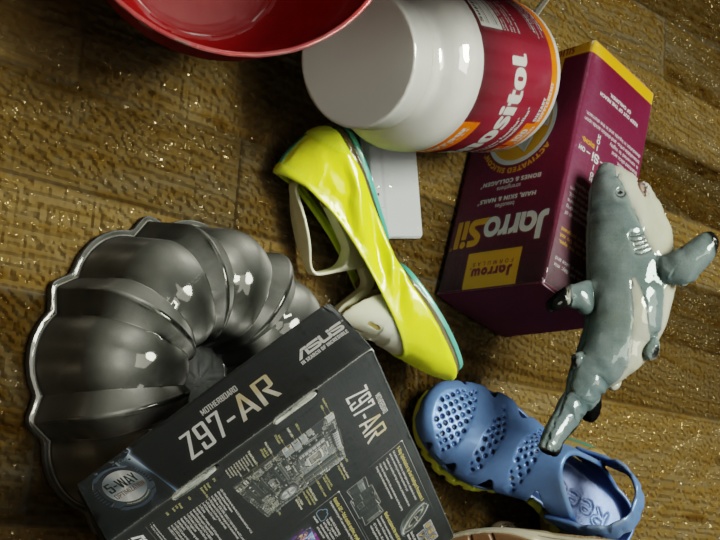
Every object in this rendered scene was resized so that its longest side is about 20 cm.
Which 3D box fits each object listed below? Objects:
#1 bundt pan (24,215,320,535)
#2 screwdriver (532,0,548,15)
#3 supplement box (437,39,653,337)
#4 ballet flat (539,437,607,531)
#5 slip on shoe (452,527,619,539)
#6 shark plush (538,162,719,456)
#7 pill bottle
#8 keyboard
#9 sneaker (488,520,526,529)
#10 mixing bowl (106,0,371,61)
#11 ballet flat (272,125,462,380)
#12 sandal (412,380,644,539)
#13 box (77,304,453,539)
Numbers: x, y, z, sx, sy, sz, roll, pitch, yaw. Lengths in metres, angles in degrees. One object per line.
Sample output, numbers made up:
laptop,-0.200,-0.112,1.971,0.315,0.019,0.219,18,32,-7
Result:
bundt pan,-0.090,0.064,0.685,0.200,0.075,0.205,7,79,-42
screwdriver,0.127,-0.194,0.856,0.029,0.201,0.028,25,42,-6
supplement box,0.143,-0.060,0.896,0.085,0.110,0.203,30,66,-36
ballet flat,0.176,0.236,0.925,0.068,0.063,0.203,-6,89,-42
slip on shoe,0.143,0.219,0.816,0.061,0.197,0.077,54,34,-70
shark plush,0.162,0.030,0.813,0.083,0.091,0.202,28,87,-14
pill bottle,0.049,-0.136,0.787,0.199,0.112,0.115,-9,91,-57
keyboard,0.018,-0.125,0.857,0.056,0.011,0.203,-1,86,-49
sneaker,0.103,0.289,0.855,0.070,0.075,0.202,17,52,-30
mixing bowl,-0.084,-0.203,0.679,0.197,0.108,0.203,3,79,-17
ballet flat,0.000,0.000,0.796,0.067,0.067,0.202,-31,104,-19
sandal,0.130,0.140,0.848,0.198,0.087,0.080,29,68,-8
box,-0.041,0.134,0.640,0.159,0.044,0.201,-36,138,-11
